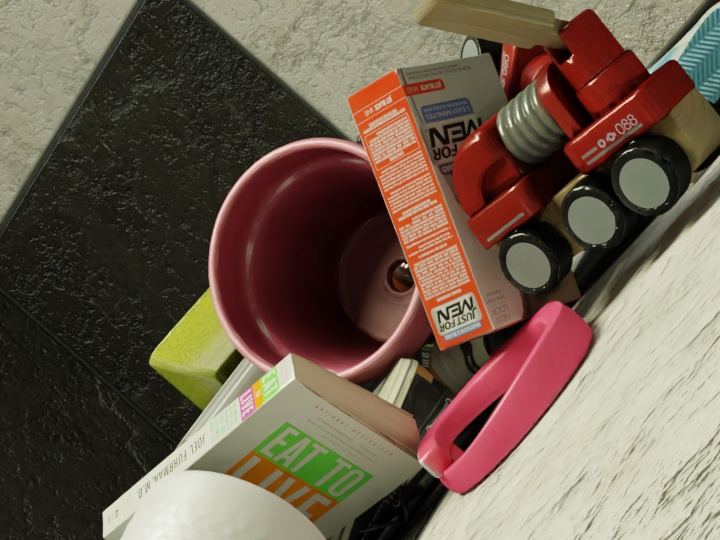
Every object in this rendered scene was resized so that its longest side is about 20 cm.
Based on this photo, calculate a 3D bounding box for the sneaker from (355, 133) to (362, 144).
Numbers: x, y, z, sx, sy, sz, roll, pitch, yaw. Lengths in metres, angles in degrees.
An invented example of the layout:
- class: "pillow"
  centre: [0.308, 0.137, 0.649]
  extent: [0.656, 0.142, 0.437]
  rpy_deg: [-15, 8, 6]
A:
- class: "sneaker"
  centre: [0.094, -0.113, 1.376]
  extent: [0.198, 0.080, 0.095]
  rpy_deg: [-14, -11, 11]

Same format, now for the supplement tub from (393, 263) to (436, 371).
- class: "supplement tub"
  centre: [0.074, 0.014, 1.498]
  extent: [0.107, 0.106, 0.201]
  rpy_deg: [-48, -30, -36]

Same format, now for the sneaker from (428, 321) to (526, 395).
- class: "sneaker"
  centre: [0.137, 0.028, 1.382]
  extent: [0.088, 0.075, 0.201]
  rpy_deg: [-41, 16, 51]

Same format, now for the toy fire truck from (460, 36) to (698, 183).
- class: "toy fire truck"
  centre: [0.164, -0.087, 1.212]
  extent: [0.200, 0.127, 0.178]
  rpy_deg: [-130, 43, -62]

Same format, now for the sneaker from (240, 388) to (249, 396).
- class: "sneaker"
  centre: [-0.081, 0.163, 1.205]
  extent: [0.107, 0.068, 0.202]
  rpy_deg: [5, -44, -43]

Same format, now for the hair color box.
- class: "hair color box"
  centre: [0.079, -0.054, 1.158]
  extent: [0.110, 0.202, 0.064]
  rpy_deg: [-17, -5, -44]

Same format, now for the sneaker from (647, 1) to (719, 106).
- class: "sneaker"
  centre: [0.302, -0.172, 1.401]
  extent: [0.081, 0.077, 0.200]
  rpy_deg: [-36, -5, -46]

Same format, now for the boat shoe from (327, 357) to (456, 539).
- class: "boat shoe"
  centre: [0.016, 0.167, 1.184]
  extent: [0.201, 0.062, 0.075]
  rpy_deg: [-65, 7, -12]

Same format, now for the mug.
- class: "mug"
  centre: [-0.113, 0.263, 1.030]
  extent: [0.201, 0.146, 0.176]
  rpy_deg: [94, -163, -47]

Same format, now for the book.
- class: "book"
  centre: [-0.071, 0.151, 1.112]
  extent: [0.200, 0.133, 0.048]
  rpy_deg: [-41, 37, 23]

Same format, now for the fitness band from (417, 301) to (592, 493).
- class: "fitness band"
  centre: [0.098, 0.084, 1.046]
  extent: [0.144, 0.037, 0.200]
  rpy_deg: [-48, 0, 2]

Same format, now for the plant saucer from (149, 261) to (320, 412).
- class: "plant saucer"
  centre: [-0.069, 0.065, 1.440]
  extent: [0.200, 0.048, 0.200]
  rpy_deg: [-49, -41, -7]

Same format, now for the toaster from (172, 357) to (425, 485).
- class: "toaster"
  centre: [-0.069, 0.184, 1.337]
  extent: [0.119, 0.180, 0.200]
  rpy_deg: [-52, -1, -37]

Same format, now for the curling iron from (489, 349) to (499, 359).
- class: "curling iron"
  centre: [0.111, 0.076, 1.239]
  extent: [0.049, 0.026, 0.200]
  rpy_deg: [-36, -6, -20]

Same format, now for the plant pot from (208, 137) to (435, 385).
- class: "plant pot"
  centre: [0.000, 0.000, 1.301]
  extent: [0.200, 0.200, 0.179]
  rpy_deg: [-50, -23, 13]

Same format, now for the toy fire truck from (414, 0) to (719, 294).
- class: "toy fire truck"
  centre: [0.115, -0.104, 1.039]
  extent: [0.176, 0.201, 0.129]
  rpy_deg: [-38, 1, 43]
